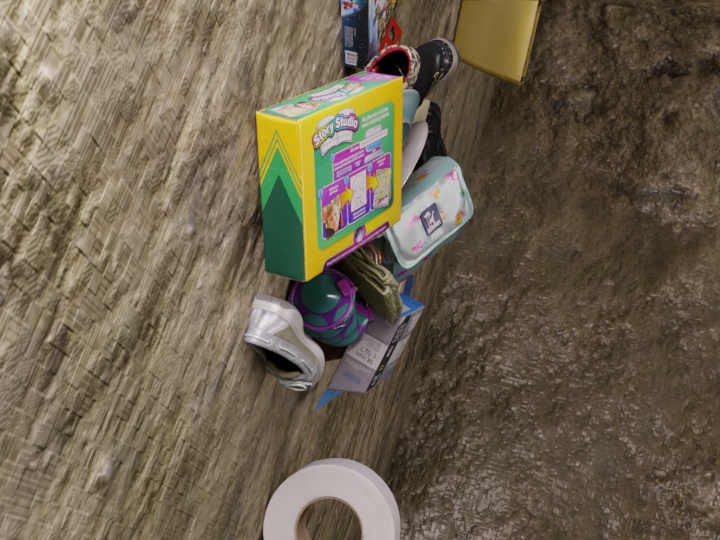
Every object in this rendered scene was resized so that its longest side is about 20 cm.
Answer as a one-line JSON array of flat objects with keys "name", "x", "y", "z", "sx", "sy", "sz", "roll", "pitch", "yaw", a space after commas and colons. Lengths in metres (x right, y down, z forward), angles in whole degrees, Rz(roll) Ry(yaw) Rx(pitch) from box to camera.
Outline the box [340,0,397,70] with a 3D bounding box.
[{"name": "box", "x": 0.013, "y": -0.367, "z": 1.139, "sx": 0.200, "sy": 0.038, "sz": 0.137, "roll": 89, "pitch": 18, "yaw": -56}]

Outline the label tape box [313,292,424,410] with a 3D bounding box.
[{"name": "label tape box", "x": 0.017, "y": 0.136, "z": 1.463, "sx": 0.200, "sy": 0.063, "sz": 0.144, "roll": -64, "pitch": 167, "yaw": 12}]

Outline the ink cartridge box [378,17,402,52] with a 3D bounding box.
[{"name": "ink cartridge box", "x": 0.049, "y": -0.284, "z": 1.436, "sx": 0.163, "sy": 0.057, "sz": 0.201, "roll": -4, "pitch": 112, "yaw": -80}]

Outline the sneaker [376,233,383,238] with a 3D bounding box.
[{"name": "sneaker", "x": -0.034, "y": -0.046, "z": 1.145, "sx": 0.081, "sy": 0.075, "sz": 0.200, "roll": -36, "pitch": 177, "yaw": 32}]

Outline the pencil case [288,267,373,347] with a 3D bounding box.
[{"name": "pencil case", "x": -0.038, "y": 0.055, "z": 1.280, "sx": 0.200, "sy": 0.092, "sz": 0.085, "roll": 60, "pitch": 13, "yaw": -78}]

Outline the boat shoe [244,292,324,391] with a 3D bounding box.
[{"name": "boat shoe", "x": -0.093, "y": 0.098, "z": 1.098, "sx": 0.202, "sy": 0.074, "sz": 0.065, "roll": 77, "pitch": 34, "yaw": -60}]

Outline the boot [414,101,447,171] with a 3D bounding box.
[{"name": "boot", "x": 0.123, "y": -0.224, "z": 1.863, "sx": 0.199, "sy": 0.073, "sz": 0.163, "roll": 84, "pitch": 19, "yaw": -44}]

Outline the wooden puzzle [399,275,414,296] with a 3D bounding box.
[{"name": "wooden puzzle", "x": 0.077, "y": -0.013, "z": 1.806, "sx": 0.200, "sy": 0.046, "sz": 0.186, "roll": -140, "pitch": -117, "yaw": -78}]

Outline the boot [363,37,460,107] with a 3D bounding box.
[{"name": "boot", "x": 0.027, "y": -0.224, "z": 1.210, "sx": 0.204, "sy": 0.074, "sz": 0.154, "roll": -42, "pitch": 173, "yaw": 28}]

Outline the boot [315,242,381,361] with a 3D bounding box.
[{"name": "boot", "x": -0.007, "y": 0.045, "z": 1.471, "sx": 0.155, "sy": 0.076, "sz": 0.201, "roll": -22, "pitch": 128, "yaw": -76}]

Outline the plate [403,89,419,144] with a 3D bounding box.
[{"name": "plate", "x": 0.008, "y": -0.144, "z": 1.165, "sx": 0.200, "sy": 0.026, "sz": 0.200, "roll": -42, "pitch": 170, "yaw": -9}]

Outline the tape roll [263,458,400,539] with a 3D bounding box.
[{"name": "tape roll", "x": -0.041, "y": 0.387, "z": 1.395, "sx": 0.071, "sy": 0.202, "sz": 0.203, "roll": 22, "pitch": 82, "yaw": -80}]

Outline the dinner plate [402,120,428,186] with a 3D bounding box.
[{"name": "dinner plate", "x": 0.027, "y": -0.131, "z": 1.304, "sx": 0.200, "sy": 0.024, "sz": 0.200, "roll": -50, "pitch": -161, "yaw": 23}]

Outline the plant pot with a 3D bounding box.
[{"name": "plant pot", "x": 0.322, "y": -0.562, "z": 2.214, "sx": 0.200, "sy": 0.176, "sz": 0.201, "roll": -48, "pitch": 150, "yaw": -71}]

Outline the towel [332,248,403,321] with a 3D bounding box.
[{"name": "towel", "x": 0.000, "y": 0.000, "z": 1.282, "sx": 0.036, "sy": 0.148, "sz": 0.200, "roll": -45, "pitch": 163, "yaw": -8}]

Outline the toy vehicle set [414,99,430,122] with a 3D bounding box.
[{"name": "toy vehicle set", "x": 0.076, "y": -0.221, "z": 1.575, "sx": 0.200, "sy": 0.026, "sz": 0.125, "roll": -131, "pitch": -125, "yaw": -83}]

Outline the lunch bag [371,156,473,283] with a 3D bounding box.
[{"name": "lunch bag", "x": 0.081, "y": -0.078, "z": 1.458, "sx": 0.170, "sy": 0.122, "sz": 0.200, "roll": -38, "pitch": 166, "yaw": -18}]

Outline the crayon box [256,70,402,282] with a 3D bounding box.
[{"name": "crayon box", "x": -0.027, "y": -0.107, "z": 0.997, "sx": 0.200, "sy": 0.058, "sz": 0.173, "roll": -34, "pitch": 130, "yaw": -50}]
